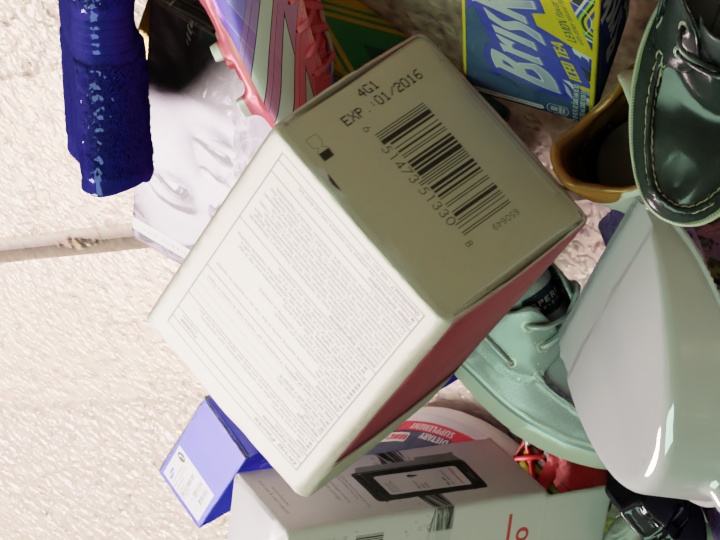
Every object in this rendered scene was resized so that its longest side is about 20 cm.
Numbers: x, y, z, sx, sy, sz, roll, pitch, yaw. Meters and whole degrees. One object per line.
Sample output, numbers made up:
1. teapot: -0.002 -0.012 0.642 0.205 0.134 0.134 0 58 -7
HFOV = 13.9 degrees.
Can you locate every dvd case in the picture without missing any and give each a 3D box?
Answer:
1. dvd case: -0.059 -0.050 1.632 0.149 0.016 0.200 30 144 16

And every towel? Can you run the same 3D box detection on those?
1. towel: -0.132 -0.147 1.550 0.148 0.050 0.200 -127 34 -73

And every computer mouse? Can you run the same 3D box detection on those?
1. computer mouse: 0.156 0.130 1.464 0.059 0.034 0.200 51 -176 -5

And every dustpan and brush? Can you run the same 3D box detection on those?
1. dustpan and brush: 0.158 0.082 1.391 0.057 0.200 0.140 -1 147 -18

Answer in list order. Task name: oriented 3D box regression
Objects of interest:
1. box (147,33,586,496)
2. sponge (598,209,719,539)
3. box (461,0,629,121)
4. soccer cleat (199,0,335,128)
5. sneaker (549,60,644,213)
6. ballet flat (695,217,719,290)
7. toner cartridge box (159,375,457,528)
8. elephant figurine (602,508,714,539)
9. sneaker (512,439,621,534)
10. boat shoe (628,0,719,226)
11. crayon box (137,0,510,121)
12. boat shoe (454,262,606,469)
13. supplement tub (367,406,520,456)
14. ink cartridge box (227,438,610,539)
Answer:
1. box: 0.000 0.000 1.459 0.128 0.109 0.200 49 145 8
2. sponge: 0.173 0.057 1.492 0.112 0.030 0.200 120 130 -81
3. box: 0.086 -0.145 1.350 0.070 0.064 0.200 16 159 10
4. soccer cleat: -0.047 -0.141 1.486 0.076 0.067 0.200 -26 115 8
5. sneaker: 0.175 -0.079 1.363 0.200 0.085 0.073 -32 69 32
6. ballet flat: 0.243 0.048 1.482 0.200 0.069 0.071 51 -175 -12
7. toner cartridge box: -0.011 0.064 1.636 0.043 0.200 0.095 54 147 12
8. elephant figurine: 0.202 0.142 1.606 0.142 0.155 0.200 -121 12 -76
9. sneaker: 0.108 0.117 1.651 0.085 0.077 0.200 -10 122 -4
10. boat shoe: 0.167 -0.112 1.301 0.074 0.066 0.199 25 101 6
11. crayon box: -0.027 -0.096 1.611 0.200 0.052 0.126 36 145 7
12. boat shoe: 0.080 0.025 1.538 0.201 0.070 0.072 38 147 8
13. supplement tub: 0.020 0.190 1.742 0.140 0.200 0.140 25 142 22
14. ink cartridge box: 0.029 0.161 1.599 0.068 0.200 0.116 43 131 51
